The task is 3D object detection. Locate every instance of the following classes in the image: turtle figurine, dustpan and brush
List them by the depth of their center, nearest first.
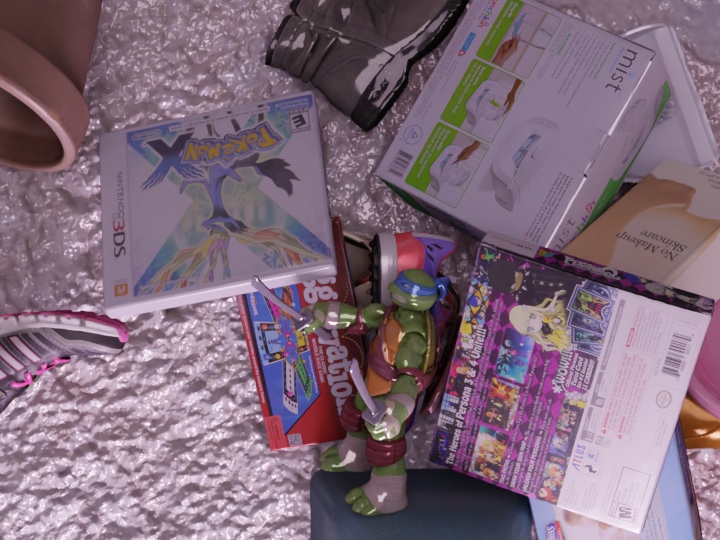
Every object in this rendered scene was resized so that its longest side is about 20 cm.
[{"bbox_3d":[-0.012,0.094,1.199,0.143,0.200,0.195,21,119,29],"label":"turtle figurine"},{"bbox_3d":[0.204,-0.127,1.344,0.199,0.057,0.140,-21,82,21],"label":"dustpan and brush"}]

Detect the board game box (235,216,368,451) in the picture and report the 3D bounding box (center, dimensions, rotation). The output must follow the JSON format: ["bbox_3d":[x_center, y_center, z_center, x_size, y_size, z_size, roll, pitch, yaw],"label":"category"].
[{"bbox_3d":[-0.049,0.058,1.311,0.102,0.019,0.201,-10,107,5],"label":"board game box"}]

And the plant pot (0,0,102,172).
[{"bbox_3d":[-0.298,-0.206,1.266,0.199,0.200,0.175,24,69,-3],"label":"plant pot"}]

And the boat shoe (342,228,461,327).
[{"bbox_3d":[0.000,0.000,1.331,0.199,0.063,0.072,26,86,-4],"label":"boat shoe"}]

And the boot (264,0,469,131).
[{"bbox_3d":[0.012,-0.236,1.337,0.130,0.068,0.200,38,86,3],"label":"boot"}]

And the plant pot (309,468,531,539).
[{"bbox_3d":[0.056,0.277,1.262,0.194,0.200,0.198,0,89,-3],"label":"plant pot"}]

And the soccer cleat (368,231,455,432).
[{"bbox_3d":[0.046,0.059,1.296,0.073,0.068,0.201,-4,117,-4],"label":"soccer cleat"}]

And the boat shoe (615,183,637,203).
[{"bbox_3d":[0.236,-0.003,1.341,0.072,0.072,0.200,38,87,-3],"label":"boat shoe"}]

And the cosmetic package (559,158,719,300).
[{"bbox_3d":[0.237,-0.002,1.238,0.200,0.105,0.071,-40,132,-28],"label":"cosmetic package"}]

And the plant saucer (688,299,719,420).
[{"bbox_3d":[0.362,0.051,1.296,0.199,0.051,0.202,-3,69,8],"label":"plant saucer"}]

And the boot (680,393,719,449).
[{"bbox_3d":[0.294,0.145,1.351,0.144,0.071,0.202,-34,86,2],"label":"boot"}]

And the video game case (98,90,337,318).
[{"bbox_3d":[-0.126,-0.059,1.286,0.199,0.022,0.183,-11,60,5],"label":"video game case"}]

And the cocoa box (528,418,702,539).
[{"bbox_3d":[0.211,0.172,1.270,0.133,0.131,0.201,-10,107,13],"label":"cocoa box"}]

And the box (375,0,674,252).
[{"bbox_3d":[0.142,-0.120,1.290,0.176,0.097,0.201,28,87,26],"label":"box"}]

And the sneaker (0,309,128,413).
[{"bbox_3d":[-0.299,0.081,1.306,0.199,0.074,0.088,-4,89,1],"label":"sneaker"}]

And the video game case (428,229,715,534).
[{"bbox_3d":[0.158,0.088,1.154,0.180,0.036,0.201,17,116,12],"label":"video game case"}]
